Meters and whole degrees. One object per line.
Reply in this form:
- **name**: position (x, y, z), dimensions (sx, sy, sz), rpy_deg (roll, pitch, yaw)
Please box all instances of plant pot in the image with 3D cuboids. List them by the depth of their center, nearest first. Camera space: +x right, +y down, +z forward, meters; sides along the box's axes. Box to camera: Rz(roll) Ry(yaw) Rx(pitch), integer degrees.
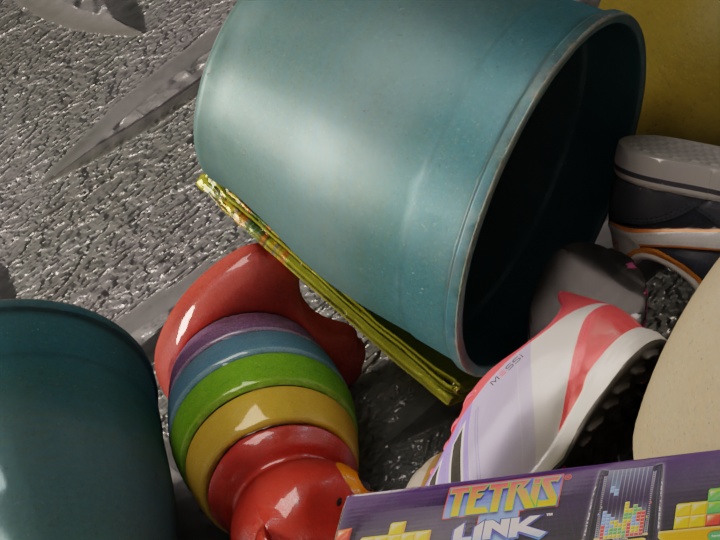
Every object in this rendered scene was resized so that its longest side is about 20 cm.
- **plant pot**: position (0.022, -0.073, 1.164), dimensions (0.187, 0.201, 0.200), rpy_deg (24, 56, 21)
- **plant pot**: position (-0.182, 0.151, 1.167), dimensions (0.199, 0.200, 0.188), rpy_deg (-26, 49, 2)
- **plant pot**: position (0.208, -0.116, 1.261), dimensions (0.142, 0.200, 0.200), rpy_deg (-48, 31, 17)

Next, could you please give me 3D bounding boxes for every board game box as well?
- **board game box**: position (0.107, 0.160, 0.969), dimensions (0.199, 0.166, 0.057), rpy_deg (-9, 39, 24)

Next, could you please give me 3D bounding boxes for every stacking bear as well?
- **stacking bear**: position (-0.045, 0.100, 1.200), dimensions (0.113, 0.122, 0.200), rpy_deg (-34, 37, 9)

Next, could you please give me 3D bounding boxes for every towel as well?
- **towel**: position (0.000, 0.000, 1.246), dimensions (0.200, 0.018, 0.086), rpy_deg (41, 28, 18)

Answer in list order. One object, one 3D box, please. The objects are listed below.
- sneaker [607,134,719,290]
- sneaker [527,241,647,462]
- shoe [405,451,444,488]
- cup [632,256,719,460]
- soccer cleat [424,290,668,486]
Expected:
- **sneaker**: position (0.228, -0.016, 1.153), dimensions (0.199, 0.080, 0.078), rpy_deg (12, 17, 15)
- **sneaker**: position (0.107, 0.093, 1.144), dimensions (0.080, 0.086, 0.201), rpy_deg (20, 72, 15)
- **shoe**: position (0.011, 0.170, 1.104), dimensions (0.053, 0.070, 0.201), rpy_deg (2, 46, 25)
- **cup**: position (0.211, 0.072, 1.017), dimensions (0.143, 0.200, 0.201), rpy_deg (-37, 24, 39)
- **soccer cleat**: position (0.067, 0.094, 1.073), dimensions (0.200, 0.068, 0.073), rpy_deg (-46, 52, -11)
